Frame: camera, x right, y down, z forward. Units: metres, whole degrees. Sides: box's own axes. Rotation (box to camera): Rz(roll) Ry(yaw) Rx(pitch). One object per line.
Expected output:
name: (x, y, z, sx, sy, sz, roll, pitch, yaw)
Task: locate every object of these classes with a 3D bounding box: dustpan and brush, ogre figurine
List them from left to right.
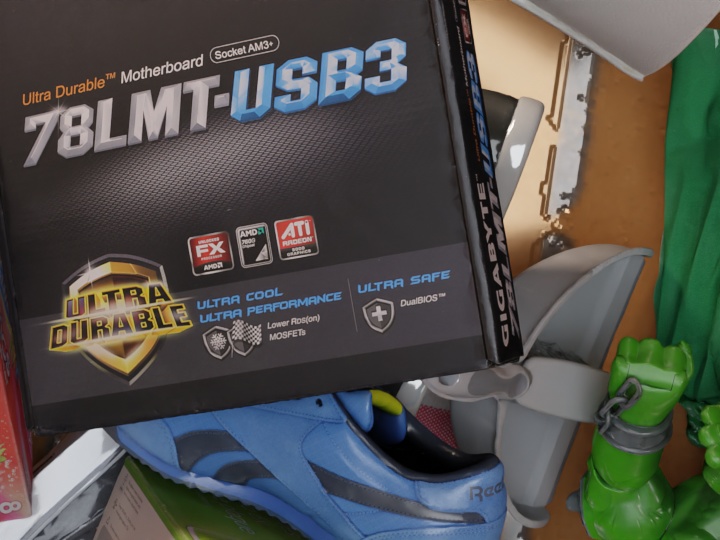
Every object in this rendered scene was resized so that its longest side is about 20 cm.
dustpan and brush: (0.071, 0.047, 0.848, 0.057, 0.199, 0.141, 26, 97, 40)
ogre figurine: (0.181, 0.108, 0.874, 0.198, 0.120, 0.099, 10, 54, -21)

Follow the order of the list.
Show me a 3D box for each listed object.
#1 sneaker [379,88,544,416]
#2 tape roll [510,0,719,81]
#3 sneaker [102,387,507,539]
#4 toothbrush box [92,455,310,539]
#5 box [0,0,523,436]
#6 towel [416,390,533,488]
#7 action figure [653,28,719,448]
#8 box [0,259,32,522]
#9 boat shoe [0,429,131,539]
sneaker: (0.000, 0.000, 0.851, 0.099, 0.071, 0.201, 22, 112, 3)
tape roll: (0.115, -0.201, 0.811, 0.139, 0.203, 0.204, 31, 95, -6)
sneaker: (-0.026, 0.064, 0.819, 0.199, 0.066, 0.079, 26, 118, 22)
toothbrush box: (-0.012, 0.166, 0.836, 0.199, 0.146, 0.087, 23, 94, -21)
box: (-0.049, -0.048, 0.756, 0.198, 0.050, 0.200, -9, 90, 19)
towel: (0.001, 0.091, 0.917, 0.145, 0.030, 0.202, 14, 97, -20)
action figure: (0.171, -0.010, 0.896, 0.054, 0.118, 0.202, -8, 116, -31)
box: (-0.201, 0.007, 0.833, 0.094, 0.103, 0.201, -8, 126, -4)
boat shoe: (-0.149, 0.135, 0.910, 0.200, 0.072, 0.068, -44, 98, -5)
